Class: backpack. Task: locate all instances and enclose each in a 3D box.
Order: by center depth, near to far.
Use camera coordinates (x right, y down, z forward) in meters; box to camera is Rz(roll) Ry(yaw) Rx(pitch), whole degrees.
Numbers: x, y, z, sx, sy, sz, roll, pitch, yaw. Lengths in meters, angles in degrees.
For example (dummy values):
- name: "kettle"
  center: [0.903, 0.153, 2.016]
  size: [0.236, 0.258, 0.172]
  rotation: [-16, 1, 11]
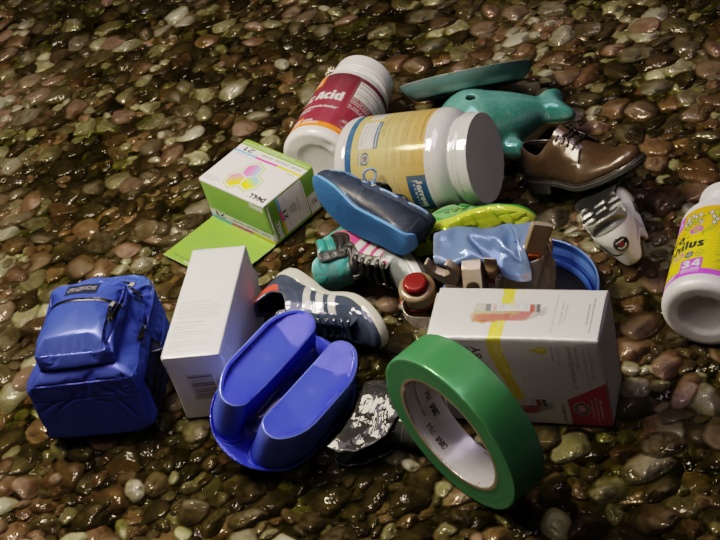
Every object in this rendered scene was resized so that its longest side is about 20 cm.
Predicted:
- name: "backpack"
  center: [-0.323, 0.090, 1.750]
  size: [0.161, 0.169, 0.201]
  rotation: [-2, 38, 8]

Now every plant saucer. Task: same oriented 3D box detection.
- name: "plant saucer"
  center: [0.158, -0.277, 2.026]
  size: [0.199, 0.028, 0.200]
  rotation: [-11, 2, 0]

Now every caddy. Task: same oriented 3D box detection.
- name: "caddy"
  center: [-0.090, 0.146, 1.644]
  size: [0.141, 0.105, 0.200]
  rotation: [36, 59, 13]

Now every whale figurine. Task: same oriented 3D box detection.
- name: "whale figurine"
  center: [0.200, -0.218, 1.953]
  size: [0.199, 0.104, 0.159]
  rotation: [-20, 40, 0]

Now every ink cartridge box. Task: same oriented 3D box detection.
- name: "ink cartridge box"
  center: [0.188, 0.099, 1.569]
  size: [0.199, 0.146, 0.084]
  rotation: [1, 44, 21]
- name: "ink cartridge box"
  center: [-0.175, -0.084, 1.960]
  size: [0.147, 0.076, 0.200]
  rotation: [24, 54, 38]

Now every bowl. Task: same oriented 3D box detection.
- name: "bowl"
  center: [0.200, 0.038, 1.714]
  size: [0.199, 0.040, 0.201]
  rotation: [-10, 40, 9]

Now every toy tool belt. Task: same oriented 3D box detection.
- name: "toy tool belt"
  center: [0.136, -0.011, 1.652]
  size: [0.199, 0.123, 0.125]
  rotation: [-7, 52, 9]

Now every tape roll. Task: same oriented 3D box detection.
- name: "tape roll"
  center: [0.110, 0.163, 1.479]
  size: [0.048, 0.201, 0.200]
  rotation: [-38, 44, -22]

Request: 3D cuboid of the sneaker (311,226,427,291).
- name: "sneaker"
  center: [0.000, 0.000, 1.793]
  size: [0.120, 0.084, 0.200]
  rotation: [-25, 32, -17]

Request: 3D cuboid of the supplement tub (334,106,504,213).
- name: "supplement tub"
  center: [0.080, -0.144, 1.864]
  size: [0.199, 0.145, 0.145]
  rotation: [-3, 41, 31]

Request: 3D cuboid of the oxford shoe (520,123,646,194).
- name: "oxford shoe"
  center: [0.285, -0.151, 1.815]
  size: [0.199, 0.085, 0.073]
  rotation: [-2, 27, 47]

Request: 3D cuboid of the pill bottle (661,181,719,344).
- name: "pill bottle"
  center: [0.426, -0.015, 1.643]
  size: [0.104, 0.105, 0.201]
  rotation: [3, 44, 23]

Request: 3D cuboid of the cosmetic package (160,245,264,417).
- name: "cosmetic package"
  center: [-0.183, 0.075, 1.756]
  size: [0.081, 0.113, 0.201]
  rotation: [-6, 40, 12]

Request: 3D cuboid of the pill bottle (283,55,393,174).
- name: "pill bottle"
  center: [-0.027, -0.222, 2.033]
  size: [0.114, 0.115, 0.200]
  rotation: [4, 44, 24]

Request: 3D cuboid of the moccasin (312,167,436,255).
- name: "moccasin"
  center: [0.019, -0.080, 1.790]
  size: [0.068, 0.081, 0.200]
  rotation: [-36, 50, -23]

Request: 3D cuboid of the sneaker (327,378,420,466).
- name: "sneaker"
  center: [0.042, 0.145, 1.631]
  size: [0.104, 0.060, 0.201]
  rotation: [6, 53, 22]

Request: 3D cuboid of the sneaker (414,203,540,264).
- name: "sneaker"
  center: [0.142, -0.060, 1.764]
  size: [0.199, 0.074, 0.084]
  rotation: [-7, 32, 36]

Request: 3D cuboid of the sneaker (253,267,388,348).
- name: "sneaker"
  center: [-0.055, 0.065, 1.743]
  size: [0.199, 0.075, 0.084]
  rotation: [21, 45, 40]

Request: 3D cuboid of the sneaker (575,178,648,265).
- name: "sneaker"
  center: [0.327, -0.059, 1.766]
  size: [0.074, 0.089, 0.200]
  rotation: [-33, 12, 20]
